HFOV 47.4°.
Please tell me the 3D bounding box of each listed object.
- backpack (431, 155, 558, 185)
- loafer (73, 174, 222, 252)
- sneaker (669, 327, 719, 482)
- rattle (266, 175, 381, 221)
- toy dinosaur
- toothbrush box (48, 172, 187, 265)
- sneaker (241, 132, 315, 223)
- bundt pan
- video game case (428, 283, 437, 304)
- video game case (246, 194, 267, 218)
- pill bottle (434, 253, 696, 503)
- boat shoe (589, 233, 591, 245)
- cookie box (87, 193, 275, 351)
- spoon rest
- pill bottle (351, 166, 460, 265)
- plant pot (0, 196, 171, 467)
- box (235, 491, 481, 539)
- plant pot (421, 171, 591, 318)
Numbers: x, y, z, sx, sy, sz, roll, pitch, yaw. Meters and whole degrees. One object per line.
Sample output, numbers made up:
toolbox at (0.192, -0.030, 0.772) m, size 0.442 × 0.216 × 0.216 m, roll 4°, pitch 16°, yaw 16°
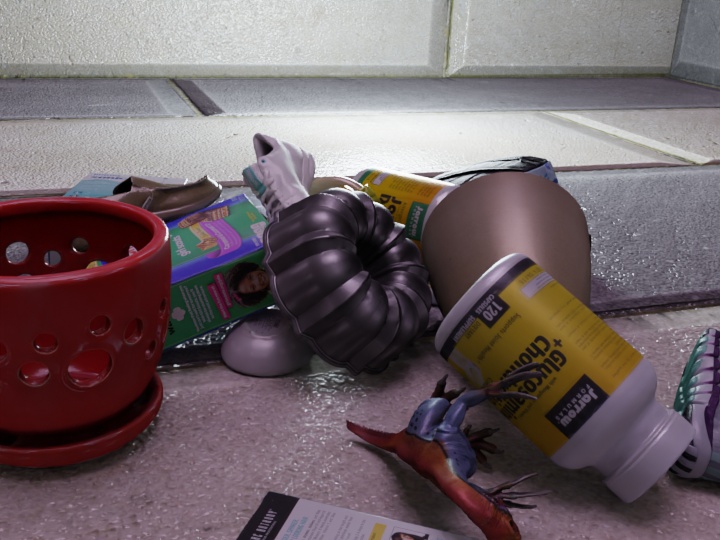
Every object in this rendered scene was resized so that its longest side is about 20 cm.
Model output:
backpack at (0.197, -0.103, 1.204) m, size 0.200 × 0.154 × 0.163 m, roll -26°, pitch -4°, yaw 38°
loafer at (-0.253, -0.082, 0.972) m, size 0.200 × 0.068 × 0.076 m, roll -28°, pitch 9°, yaw -41°
sneaker at (0.334, 0.129, 0.741) m, size 0.087 × 0.075 × 0.200 m, roll 21°, pitch 36°, yaw 16°
rattle at (-0.077, -0.044, 1.007) m, size 0.199 × 0.131 × 0.143 m, roll -3°, pitch 21°, yaw 12°
toy dinosaur at (0.065, 0.149, 0.602) m, size 0.200 × 0.105 × 0.181 m, roll -27°, pitch 1°, yaw 21°
toothbrush box at (-0.324, -0.067, 1.120) m, size 0.146 × 0.086 × 0.200 m, roll 3°, pitch 22°, yaw -3°
sneaker at (-0.097, -0.086, 0.941) m, size 0.088 × 0.075 × 0.200 m, roll 31°, pitch 29°, yaw -32°
bundt pan at (0.000, 0.000, 0.833) m, size 0.076 × 0.202 × 0.202 m, roll -34°, pitch 1°, yaw 32°
video game case at (0.097, -0.002, 1.099) m, size 0.181 × 0.023 × 0.200 m, roll 9°, pitch 21°, yaw 15°
video game case at (-0.094, -0.091, 1.311) m, size 0.142 × 0.019 × 0.200 m, roll -7°, pitch 22°, yaw -25°
pill bottle at (0.166, 0.088, 0.669) m, size 0.200 × 0.112 × 0.112 m, roll 43°, pitch 35°, yaw 16°
boat shoe at (0.254, -0.010, 1.087) m, size 0.068 × 0.072 × 0.200 m, roll 8°, pitch 11°, yaw 24°
cookie box at (-0.189, 0.005, 0.892) m, size 0.200 × 0.075 × 0.171 m, roll -24°, pitch 28°, yaw -12°
spoon rest at (-0.087, 0.053, 0.902) m, size 0.099 × 0.061 × 0.200 m, roll 5°, pitch 34°, yaw 10°
pill bottle at (0.082, -0.065, 1.071) m, size 0.200 × 0.113 × 0.113 m, roll 19°, pitch 26°, yaw 34°
plant pot at (-0.258, 0.052, 0.685) m, size 0.200 × 0.183 × 0.200 m, roll 3°, pitch 20°, yaw -1°
box at (0.017, 0.202, 0.516) m, size 0.199 × 0.049 × 0.082 m, roll 9°, pitch 21°, yaw 15°
plant pot at (0.160, 0.029, 0.843) m, size 0.187 × 0.188 × 0.200 m, roll 3°, pitch 36°, yaw -1°
